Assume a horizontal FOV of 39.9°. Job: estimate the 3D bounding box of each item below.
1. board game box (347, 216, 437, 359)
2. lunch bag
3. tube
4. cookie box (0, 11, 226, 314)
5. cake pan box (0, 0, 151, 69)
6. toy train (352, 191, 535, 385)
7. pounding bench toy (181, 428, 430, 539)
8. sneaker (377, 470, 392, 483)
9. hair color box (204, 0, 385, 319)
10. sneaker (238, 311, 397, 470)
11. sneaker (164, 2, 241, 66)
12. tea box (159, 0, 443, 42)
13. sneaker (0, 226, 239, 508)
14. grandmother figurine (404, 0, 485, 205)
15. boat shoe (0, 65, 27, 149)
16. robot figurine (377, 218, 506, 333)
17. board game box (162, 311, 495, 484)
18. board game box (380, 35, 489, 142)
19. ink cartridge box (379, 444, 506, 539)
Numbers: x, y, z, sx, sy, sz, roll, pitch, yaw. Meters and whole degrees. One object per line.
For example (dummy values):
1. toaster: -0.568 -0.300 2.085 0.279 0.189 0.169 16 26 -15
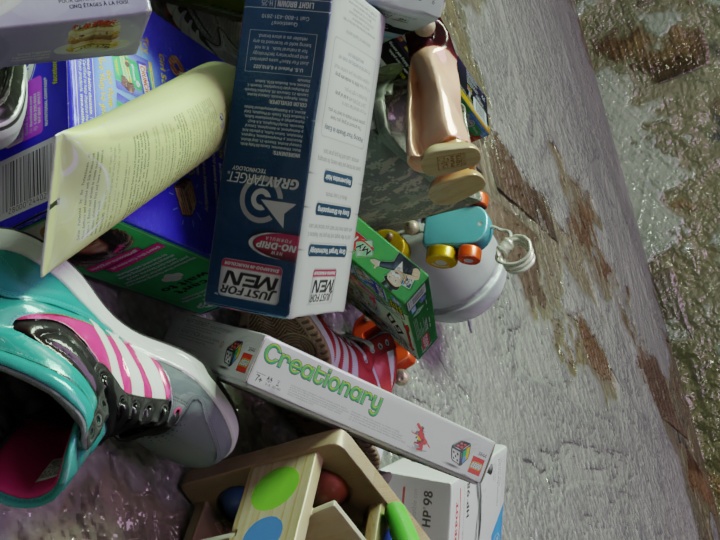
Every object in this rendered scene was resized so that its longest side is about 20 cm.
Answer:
1. board game box: 0.000 0.000 0.788 0.135 0.029 0.200 39 -9 15
2. lunch bag: -0.011 -0.100 0.847 0.200 0.164 0.118 10 68 -63
3. tube: -0.119 -0.071 0.551 0.058 0.052 0.200 63 27 -16
4. cookie box: -0.145 -0.078 0.653 0.200 0.075 0.171 27 49 -57
5. cake pan box: -0.222 -0.189 0.483 0.200 0.052 0.184 -11 80 -25
6. toy train: 0.064 0.017 0.931 0.150 0.200 0.056 56 4 32
7. pounding bench toy: -0.011 0.183 0.590 0.124 0.200 0.156 56 28 -28
8. sneaker: 0.006 0.244 0.713 0.075 0.090 0.200 5 68 -64
9. hair color box: -0.039 -0.074 0.624 0.100 0.060 0.200 0 98 -71
10. sneaker: -0.029 0.062 0.801 0.113 0.071 0.200 -72 144 -48
11. sneaker: -0.123 -0.259 0.829 0.078 0.082 0.200 -12 84 -66
12. tea box: -0.053 -0.252 0.708 0.197 0.200 0.134 -159 -99 -73
13. sneaker: -0.143 0.079 0.526 0.200 0.084 0.121 44 29 -31
14. grandmother figurine: 0.053 -0.157 0.760 0.121 0.060 0.200 83 -1 -60
15. boat shoe: -0.225 -0.164 0.539 0.071 0.064 0.200 -10 76 -37
16. robot figurine: 0.083 -0.022 1.051 0.200 0.113 0.170 52 57 -35
17. board game box: -0.022 0.086 0.665 0.200 0.126 0.035 29 78 -33
18. board game box: 0.007 -0.176 0.940 0.200 0.165 0.057 44 37 -46
19. ink cartridge box: 0.063 0.219 0.841 0.200 0.067 0.116 -4 98 -66
